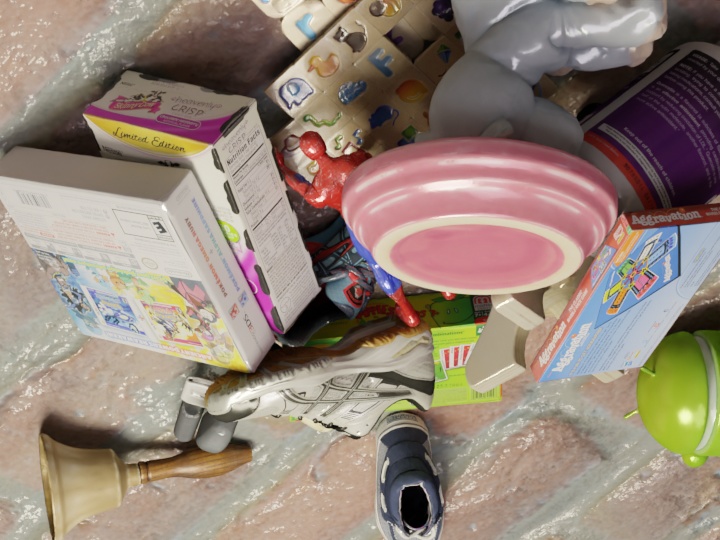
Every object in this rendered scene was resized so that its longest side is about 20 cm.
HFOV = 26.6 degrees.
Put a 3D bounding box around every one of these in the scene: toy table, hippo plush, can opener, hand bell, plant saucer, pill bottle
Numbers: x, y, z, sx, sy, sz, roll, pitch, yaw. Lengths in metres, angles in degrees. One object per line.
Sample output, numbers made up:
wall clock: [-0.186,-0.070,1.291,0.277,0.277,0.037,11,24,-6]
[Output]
toy table: [0.159,0.014,1.276,0.199,0.118,0.184,19,136,-37]
hippo plush: [0.119,-0.148,1.073,0.199,0.162,0.159,27,160,-30]
can opener: [-0.140,0.132,1.352,0.052,0.067,0.200,20,164,-5]
hand bell: [-0.200,0.193,1.452,0.198,0.105,0.105,-7,133,-17]
plant saucer: [0.084,-0.031,1.093,0.198,0.051,0.201,3,159,1]
pill bottle: [0.242,-0.100,1.184,0.199,0.112,0.113,-37,133,-16]

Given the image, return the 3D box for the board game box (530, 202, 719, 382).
board game box: [0.209,0.019,1.167,0.102,0.020,0.201,-7,146,-23]

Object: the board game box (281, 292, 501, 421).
board game box: [0.029,0.077,1.391,0.198,0.048,0.102,-6,130,-2]

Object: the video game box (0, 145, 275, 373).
video game box: [-0.182,-0.009,1.218,0.199,0.047,0.183,10,137,35]

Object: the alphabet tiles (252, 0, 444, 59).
alphabet tiles: [0.011,-0.244,1.134,0.199,0.015,0.195,-33,128,20]

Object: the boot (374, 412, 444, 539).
boot: [0.048,0.241,1.507,0.072,0.091,0.201,-10,131,2]

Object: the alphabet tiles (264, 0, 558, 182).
alphabet tiles: [0.028,-0.131,1.198,0.200,0.008,0.167,-40,117,21]

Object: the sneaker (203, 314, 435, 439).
sneaker: [-0.026,0.103,1.244,0.198,0.076,0.089,-15,105,-15]

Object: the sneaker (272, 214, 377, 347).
sneaker: [0.000,0.000,1.288,0.199,0.096,0.079,-37,125,21]

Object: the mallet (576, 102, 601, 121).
mallet: [0.170,-0.060,1.303,0.065,0.041,0.200,18,131,-25]

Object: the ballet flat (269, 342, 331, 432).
ballet flat: [-0.102,0.079,1.318,0.199,0.066,0.057,36,95,11]

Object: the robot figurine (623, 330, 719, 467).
robot figurine: [0.348,0.114,1.418,0.198,0.116,0.176,0,136,-7]

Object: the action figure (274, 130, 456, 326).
action figure: [-0.004,-0.051,1.203,0.065,0.099,0.200,-37,133,0]

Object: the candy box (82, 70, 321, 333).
candy box: [-0.122,-0.052,1.207,0.135,0.061,0.201,15,140,33]
